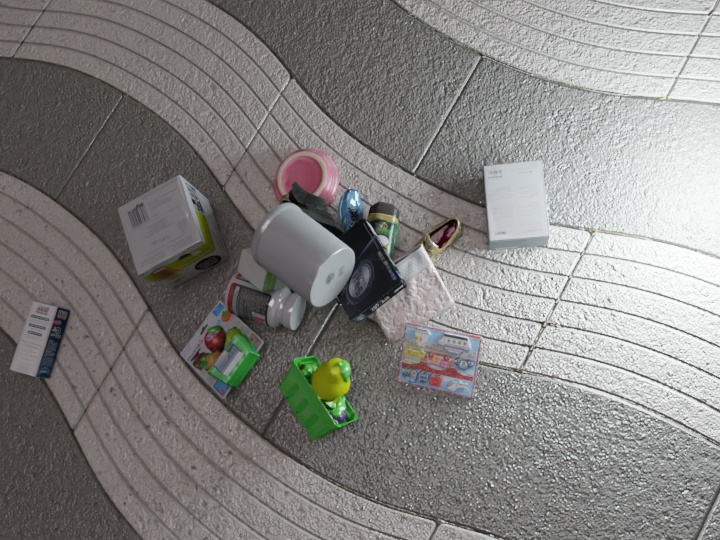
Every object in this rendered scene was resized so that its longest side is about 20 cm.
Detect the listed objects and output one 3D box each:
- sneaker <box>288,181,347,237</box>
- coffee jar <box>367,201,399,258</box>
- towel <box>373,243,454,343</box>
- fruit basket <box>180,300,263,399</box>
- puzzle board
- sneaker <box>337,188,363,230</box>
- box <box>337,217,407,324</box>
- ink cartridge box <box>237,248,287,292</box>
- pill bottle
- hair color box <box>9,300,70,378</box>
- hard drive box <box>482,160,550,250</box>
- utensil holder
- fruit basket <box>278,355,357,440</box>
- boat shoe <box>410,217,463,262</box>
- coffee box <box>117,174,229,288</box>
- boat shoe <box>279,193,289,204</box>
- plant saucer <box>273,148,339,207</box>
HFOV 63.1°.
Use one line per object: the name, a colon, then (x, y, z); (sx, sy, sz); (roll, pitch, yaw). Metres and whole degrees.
sneaker: (-0.103, -0.146, 1.521); (0.196, 0.060, 0.106); (25, 45, -9)
coffee jar: (0.048, -0.073, 1.543); (0.083, 0.104, 0.206); (10, 77, -2)
towel: (0.116, 0.060, 1.483); (0.197, 0.032, 0.194); (-31, 110, 4)
fruit basket: (-0.376, 0.208, 1.574); (0.198, 0.094, 0.187); (37, 86, 21)
puzzle board: (0.195, 0.224, 1.464); (0.194, 0.017, 0.156); (9, 94, 14)
sneaker: (-0.014, -0.119, 1.566); (0.076, 0.090, 0.207); (3, 80, -24)
box: (0.000, 0.000, 1.434); (0.159, 0.043, 0.203); (-36, 64, 12)
ink cartridge box: (-0.212, -0.012, 1.558); (0.116, 0.197, 0.069); (35, 119, 33)
pill bottle: (-0.253, 0.084, 1.564); (0.195, 0.116, 0.119); (17, 80, 15)
hair color box: (-0.933, 0.201, 1.710); (0.097, 0.061, 0.206); (10, 79, 14)
hard drive box: (0.396, -0.166, 1.506); (0.151, 0.077, 0.206); (-4, 75, 11)
utensil holder: (-0.134, -0.035, 1.386); (0.198, 0.170, 0.171); (36, 85, 25)
fruit basket: (-0.083, 0.289, 1.454); (0.210, 0.155, 0.223); (-2, 85, 23)
boat shoe: (0.183, -0.069, 1.533); (0.200, 0.066, 0.074); (-44, 72, -1)
coffee box: (-0.511, -0.098, 1.621); (0.196, 0.198, 0.204); (-26, 74, 3)
boat shoe: (-0.139, -0.131, 1.593); (0.198, 0.068, 0.076); (35, 102, -1)
plant saucer: (-0.160, -0.256, 1.662); (0.194, 0.051, 0.207); (-3, 77, 11)
